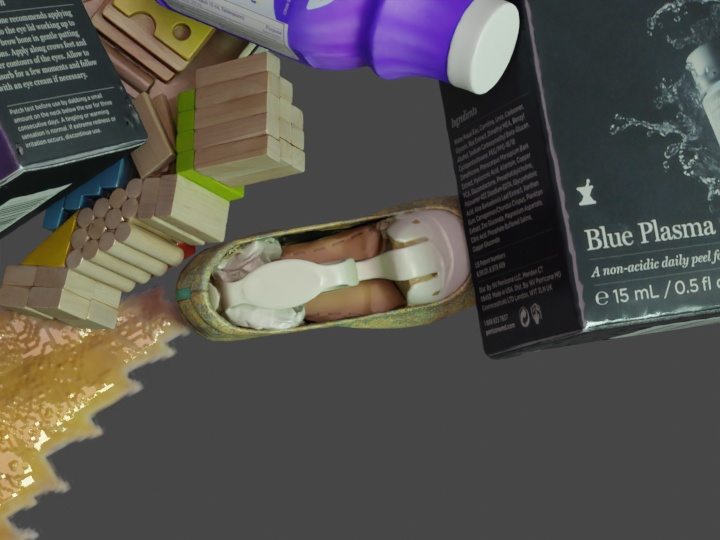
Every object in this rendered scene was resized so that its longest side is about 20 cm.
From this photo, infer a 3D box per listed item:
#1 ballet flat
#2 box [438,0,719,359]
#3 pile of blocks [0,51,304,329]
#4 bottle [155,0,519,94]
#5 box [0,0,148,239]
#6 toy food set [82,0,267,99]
[{"bbox_3d":[0.000,0.000,0.984,0.200,0.071,0.071,-10,84,-8],"label":"ballet flat"},{"bbox_3d":[0.159,-0.068,0.967,0.197,0.117,0.200,-8,83,-22],"label":"box"},{"bbox_3d":[-0.105,-0.038,0.968,0.200,0.062,0.082,-35,58,18],"label":"pile of blocks"},{"bbox_3d":[-0.018,-0.144,0.915,0.200,0.065,0.084,25,83,23],"label":"bottle"},{"bbox_3d":[-0.225,-0.113,0.918,0.148,0.104,0.200,-30,86,32],"label":"box"},{"bbox_3d":[-0.124,-0.186,0.995,0.200,0.060,0.144,37,80,-1],"label":"toy food set"}]
